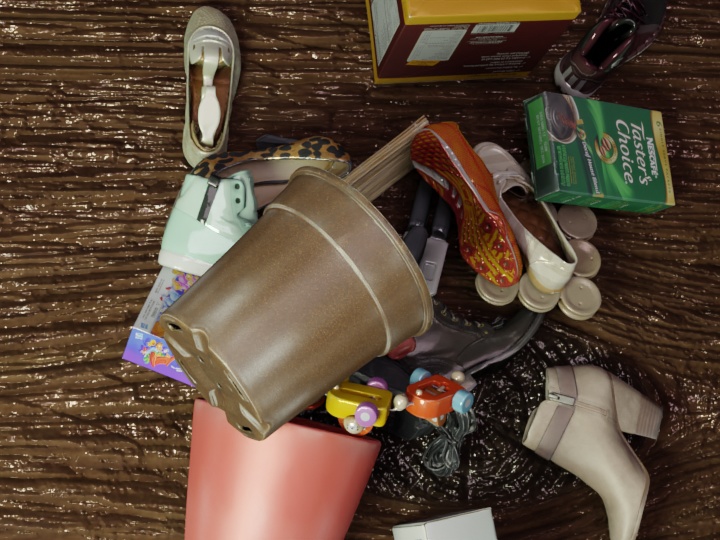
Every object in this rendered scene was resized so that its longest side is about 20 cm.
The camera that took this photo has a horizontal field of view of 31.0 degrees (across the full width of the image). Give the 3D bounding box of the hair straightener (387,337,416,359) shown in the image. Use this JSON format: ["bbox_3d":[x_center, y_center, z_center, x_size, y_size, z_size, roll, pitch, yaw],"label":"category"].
[{"bbox_3d":[0.000,0.000,1.407,0.041,0.077,0.201,-31,97,4],"label":"hair straightener"}]

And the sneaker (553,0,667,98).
[{"bbox_3d":[0.320,-0.292,1.553,0.076,0.116,0.200,40,74,0],"label":"sneaker"}]

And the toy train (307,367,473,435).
[{"bbox_3d":[0.007,0.123,1.327,0.199,0.150,0.056,23,116,31],"label":"toy train"}]

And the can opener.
[{"bbox_3d":[0.080,-0.057,1.463,0.052,0.067,0.201,14,56,5],"label":"can opener"}]

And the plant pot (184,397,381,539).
[{"bbox_3d":[-0.094,0.238,1.334,0.199,0.200,0.179,14,86,-7],"label":"plant pot"}]

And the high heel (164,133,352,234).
[{"bbox_3d":[-0.108,-0.088,1.397,0.200,0.142,0.072,-42,129,-33],"label":"high heel"}]

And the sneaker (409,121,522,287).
[{"bbox_3d":[0.132,-0.077,1.438,0.077,0.073,0.201,-28,92,-46],"label":"sneaker"}]

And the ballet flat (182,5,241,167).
[{"bbox_3d":[-0.167,-0.213,1.472,0.067,0.062,0.202,1,78,-10],"label":"ballet flat"}]

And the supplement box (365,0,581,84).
[{"bbox_3d":[0.120,-0.312,1.476,0.195,0.200,0.134,-4,78,-11],"label":"supplement box"}]

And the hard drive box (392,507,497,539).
[{"bbox_3d":[0.102,0.356,1.352,0.076,0.156,0.202,-10,81,-13],"label":"hard drive box"}]

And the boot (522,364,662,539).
[{"bbox_3d":[0.255,0.208,1.465,0.145,0.070,0.202,15,74,-1],"label":"boot"}]

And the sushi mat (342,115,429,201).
[{"bbox_3d":[-0.001,-0.091,1.461,0.200,0.096,0.012,-39,71,-16],"label":"sushi mat"}]

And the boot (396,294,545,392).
[{"bbox_3d":[0.094,0.051,1.465,0.199,0.069,0.174,-37,79,-23],"label":"boot"}]

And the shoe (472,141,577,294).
[{"bbox_3d":[0.188,-0.070,1.474,0.069,0.053,0.201,-20,68,-22],"label":"shoe"}]

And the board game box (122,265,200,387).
[{"bbox_3d":[-0.155,0.041,1.368,0.133,0.045,0.201,22,35,-6],"label":"board game box"}]

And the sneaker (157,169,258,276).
[{"bbox_3d":[-0.101,-0.040,1.353,0.199,0.074,0.119,14,90,-16],"label":"sneaker"}]

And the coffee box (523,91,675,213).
[{"bbox_3d":[0.279,-0.136,1.509,0.199,0.044,0.124,5,73,-36],"label":"coffee box"}]

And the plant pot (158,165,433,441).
[{"bbox_3d":[-0.069,0.040,1.220,0.198,0.200,0.201,-39,87,-22],"label":"plant pot"}]

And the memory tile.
[{"bbox_3d":[0.204,-0.041,1.504,0.152,0.017,0.202,8,60,-9],"label":"memory tile"}]

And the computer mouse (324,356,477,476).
[{"bbox_3d":[0.033,0.137,1.417,0.199,0.139,0.053,26,52,9],"label":"computer mouse"}]
